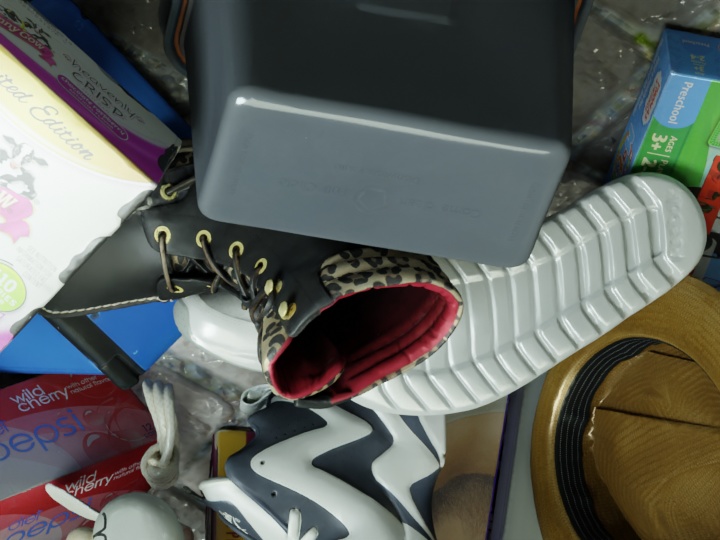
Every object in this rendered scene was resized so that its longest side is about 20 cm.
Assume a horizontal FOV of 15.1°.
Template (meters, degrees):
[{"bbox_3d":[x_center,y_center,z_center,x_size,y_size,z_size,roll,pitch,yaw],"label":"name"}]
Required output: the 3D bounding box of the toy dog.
[{"bbox_3d":[-0.134,0.158,1.388,0.096,0.132,0.201,-5,138,-2],"label":"toy dog"}]

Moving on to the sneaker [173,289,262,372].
[{"bbox_3d":[0.000,0.000,1.366,0.199,0.071,0.081,-7,125,-24],"label":"sneaker"}]

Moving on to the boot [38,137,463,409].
[{"bbox_3d":[-0.057,0.003,1.276,0.199,0.151,0.074,-16,129,-12],"label":"boot"}]

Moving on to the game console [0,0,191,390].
[{"bbox_3d":[-0.174,-0.040,1.365,0.171,0.118,0.200,-45,128,-2],"label":"game console"}]

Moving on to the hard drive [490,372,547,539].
[{"bbox_3d":[0.132,0.151,1.444,0.131,0.201,0.026,16,160,-17],"label":"hard drive"}]

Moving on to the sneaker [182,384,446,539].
[{"bbox_3d":[-0.025,0.141,1.332,0.129,0.201,0.080,3,162,-5],"label":"sneaker"}]

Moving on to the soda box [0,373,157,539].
[{"bbox_3d":[-0.202,0.114,1.412,0.199,0.070,0.064,-21,146,-36],"label":"soda box"}]

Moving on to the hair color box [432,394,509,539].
[{"bbox_3d":[0.010,0.138,1.412,0.109,0.201,0.065,11,163,-4],"label":"hair color box"}]

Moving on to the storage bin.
[{"bbox_3d":[0.012,-0.091,1.235,0.199,0.135,0.146,9,135,-11],"label":"storage bin"}]

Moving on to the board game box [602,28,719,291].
[{"bbox_3d":[0.226,-0.040,1.361,0.199,0.037,0.152,8,135,-10],"label":"board game box"}]

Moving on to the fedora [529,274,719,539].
[{"bbox_3d":[0.168,0.096,1.360,0.081,0.201,0.201,6,139,-35],"label":"fedora"}]

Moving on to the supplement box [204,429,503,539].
[{"bbox_3d":[0.012,0.173,1.507,0.198,0.131,0.104,3,136,-6],"label":"supplement box"}]

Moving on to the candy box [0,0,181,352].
[{"bbox_3d":[-0.197,-0.028,1.235,0.136,0.061,0.200,41,112,-10],"label":"candy box"}]

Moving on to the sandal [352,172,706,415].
[{"bbox_3d":[0.075,0.015,1.334,0.201,0.050,0.083,-20,93,0],"label":"sandal"}]
